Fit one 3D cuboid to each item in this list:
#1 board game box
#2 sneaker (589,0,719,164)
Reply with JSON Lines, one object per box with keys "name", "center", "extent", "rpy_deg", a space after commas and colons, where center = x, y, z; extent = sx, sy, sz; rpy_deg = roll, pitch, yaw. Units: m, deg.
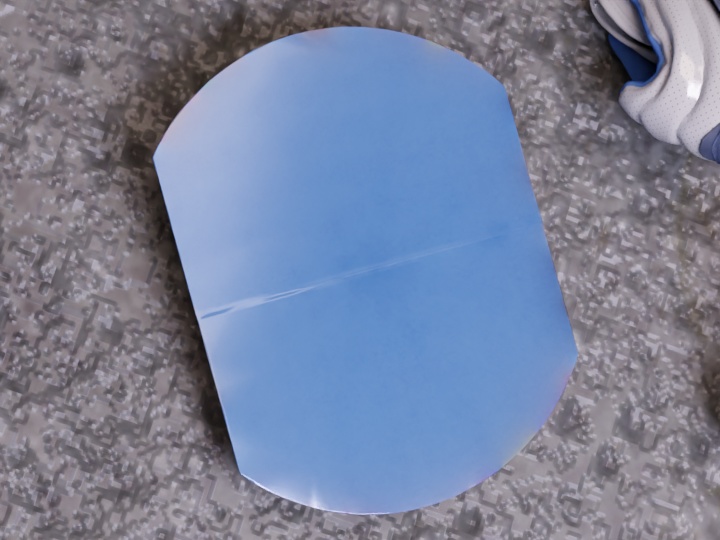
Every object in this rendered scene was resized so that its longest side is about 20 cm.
{"name": "board game box", "center": [0.000, 0.000, 0.854], "extent": [0.157, 0.039, 0.201], "rpy_deg": [-16, 90, -20]}
{"name": "sneaker", "center": [0.177, -0.134, 0.893], "extent": [0.146, 0.081, 0.201], "rpy_deg": [10, 61, 5]}
